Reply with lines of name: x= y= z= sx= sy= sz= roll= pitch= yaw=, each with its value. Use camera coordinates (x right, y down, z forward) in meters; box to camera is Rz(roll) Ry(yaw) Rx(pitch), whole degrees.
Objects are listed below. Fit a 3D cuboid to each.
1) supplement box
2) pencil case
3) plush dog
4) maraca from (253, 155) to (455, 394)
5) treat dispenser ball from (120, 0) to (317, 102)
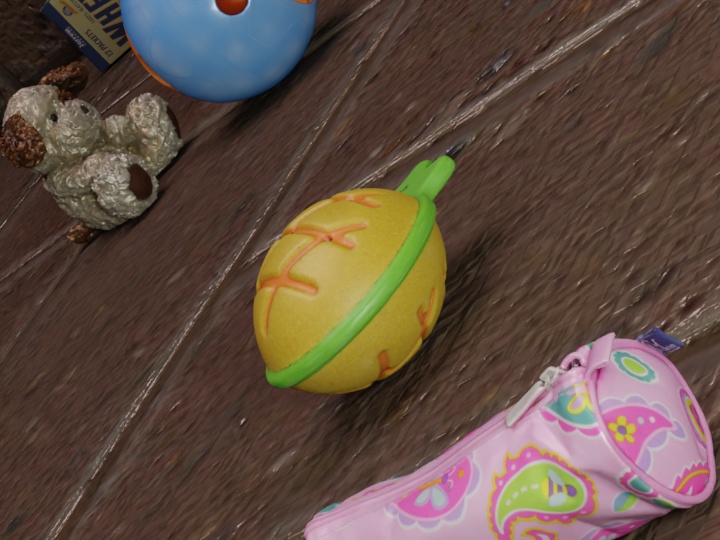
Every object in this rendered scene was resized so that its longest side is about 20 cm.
supplement box: x=-0.352 y=-0.440 z=3.575 sx=0.200 sy=0.134 sz=0.200 roll=-38 pitch=16 yaw=24
pencil case: x=0.061 y=0.101 z=1.035 sx=0.200 sy=0.087 sz=0.087 roll=-36 pitch=17 yaw=35
plush dog: x=-0.305 y=-0.128 z=2.499 sx=0.160 sy=0.172 sz=0.200 roll=-37 pitch=17 yaw=29
maraca: x=0.000 y=0.000 z=1.435 sx=0.137 sy=0.107 sz=0.200 roll=-35 pitch=17 yaw=35
treat dispenser ball: x=-0.144 y=-0.271 z=2.398 sx=0.201 sy=0.201 sz=0.201 roll=-41 pitch=15 yaw=13
